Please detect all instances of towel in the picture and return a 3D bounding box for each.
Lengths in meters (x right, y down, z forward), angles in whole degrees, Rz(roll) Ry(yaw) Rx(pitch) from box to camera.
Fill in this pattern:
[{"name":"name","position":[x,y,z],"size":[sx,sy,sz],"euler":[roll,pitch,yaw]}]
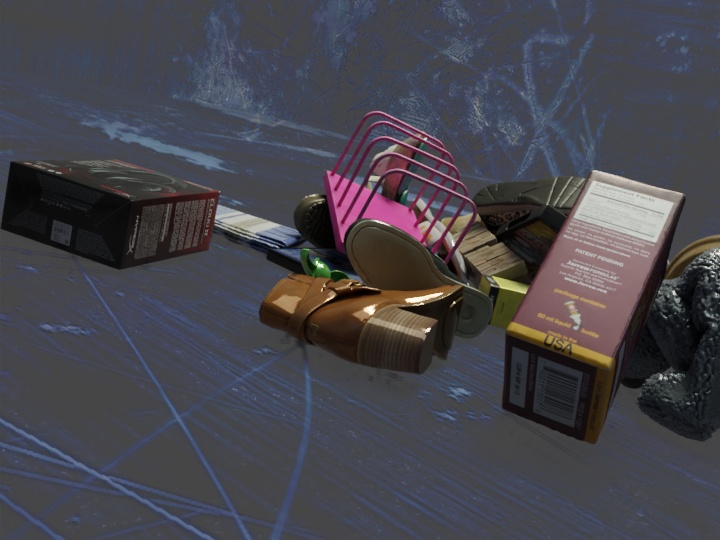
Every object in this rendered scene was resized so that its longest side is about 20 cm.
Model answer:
[{"name":"towel","position":[-0.176,-0.062,1.147],"size":[0.199,0.024,0.147],"euler":[18,10,6]}]

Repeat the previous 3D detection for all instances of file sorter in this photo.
[{"name":"file sorter","position":[0.049,-0.097,1.093],"size":[0.139,0.126,0.200],"euler":[23,25,-20]}]

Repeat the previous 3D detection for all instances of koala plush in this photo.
[{"name":"koala plush","position":[0.307,0.056,0.881],"size":[0.177,0.185,0.200],"euler":[5,3,-38]}]

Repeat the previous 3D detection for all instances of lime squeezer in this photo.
[{"name":"lime squeezer","position":[-0.026,0.016,0.892],"size":[0.071,0.038,0.200],"euler":[27,-3,39]}]

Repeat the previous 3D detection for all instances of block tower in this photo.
[{"name":"block tower","position":[0.171,-0.008,1.168],"size":[0.054,0.058,0.200],"euler":[-25,18,-1]}]

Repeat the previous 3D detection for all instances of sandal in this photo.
[{"name":"sandal","position":[0.094,-0.034,1.223],"size":[0.059,0.079,0.207],"euler":[-27,29,-2]}]

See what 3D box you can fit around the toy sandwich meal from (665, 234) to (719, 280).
[{"name":"toy sandwich meal","position":[0.414,0.053,0.928],"size":[0.070,0.206,0.205],"euler":[-16,28,-36]}]

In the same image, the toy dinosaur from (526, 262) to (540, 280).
[{"name":"toy dinosaur","position":[0.254,0.012,1.105],"size":[0.106,0.061,0.200],"euler":[-3,-24,44]}]

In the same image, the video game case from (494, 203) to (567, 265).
[{"name":"video game case","position":[0.282,-0.006,1.116],"size":[0.200,0.026,0.181],"euler":[35,-9,-4]}]

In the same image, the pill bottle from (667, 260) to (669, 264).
[{"name":"pill bottle","position":[0.370,-0.007,1.326],"size":[0.112,0.112,0.200],"euler":[10,14,-19]}]

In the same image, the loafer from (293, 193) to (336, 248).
[{"name":"loafer","position":[-0.029,-0.061,1.210],"size":[0.067,0.076,0.200],"euler":[23,5,38]}]

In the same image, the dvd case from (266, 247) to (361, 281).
[{"name":"dvd case","position":[0.000,0.000,1.083],"size":[0.142,0.018,0.200],"euler":[23,15,36]}]

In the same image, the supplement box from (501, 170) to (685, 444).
[{"name":"supplement box","position":[0.196,0.026,0.735],"size":[0.085,0.111,0.200],"euler":[20,54,22]}]

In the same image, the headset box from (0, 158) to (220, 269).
[{"name":"headset box","position":[-0.258,-0.067,0.946],"size":[0.148,0.078,0.200],"euler":[18,14,17]}]

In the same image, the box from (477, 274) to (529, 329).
[{"name":"box","position":[0.238,0.056,1.031],"size":[0.199,0.050,0.075],"euler":[13,9,-3]}]

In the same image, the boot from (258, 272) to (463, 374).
[{"name":"boot","position":[0.008,0.041,0.816],"size":[0.155,0.077,0.200],"euler":[14,19,18]}]

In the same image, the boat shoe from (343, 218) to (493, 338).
[{"name":"boat shoe","position":[0.052,0.007,0.908],"size":[0.200,0.072,0.068],"euler":[33,5,-34]}]

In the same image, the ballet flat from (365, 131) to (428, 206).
[{"name":"ballet flat","position":[0.041,-0.128,1.253],"size":[0.067,0.200,0.068],"euler":[27,47,9]}]

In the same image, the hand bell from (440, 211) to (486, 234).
[{"name":"hand bell","position":[0.094,-0.055,1.346],"size":[0.199,0.105,0.104],"euler":[4,9,18]}]

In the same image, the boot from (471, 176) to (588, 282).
[{"name":"boot","position":[0.266,-0.049,1.222],"size":[0.203,0.154,0.074],"euler":[3,40,40]}]
